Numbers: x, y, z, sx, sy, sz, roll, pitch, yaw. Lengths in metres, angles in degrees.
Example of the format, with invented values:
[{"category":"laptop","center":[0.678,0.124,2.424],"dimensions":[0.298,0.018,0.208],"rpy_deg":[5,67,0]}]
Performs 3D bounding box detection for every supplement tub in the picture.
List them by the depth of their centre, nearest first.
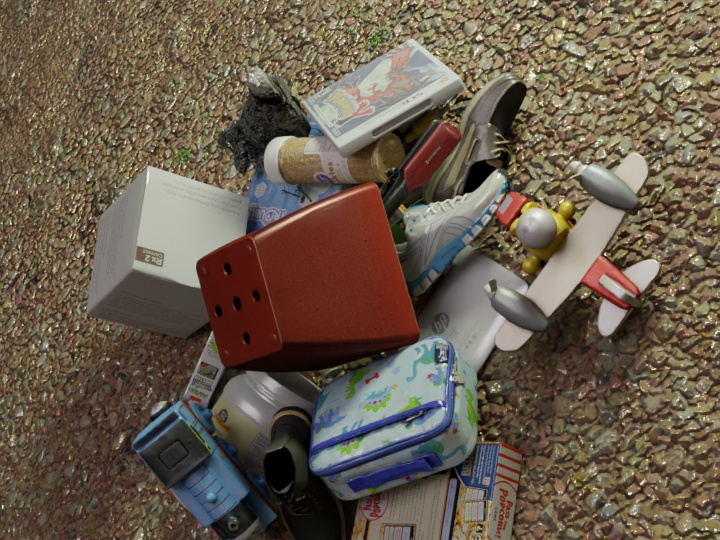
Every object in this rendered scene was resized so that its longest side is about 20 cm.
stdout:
[{"category":"supplement tub","center":[-0.137,0.224,1.576],"dimensions":[0.145,0.145,0.200],"rpy_deg":[39,98,46]}]

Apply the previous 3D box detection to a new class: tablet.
[{"category":"tablet","center":[0.114,0.076,1.507],"dimensions":[0.130,0.014,0.200],"rpy_deg":[36,96,47]}]

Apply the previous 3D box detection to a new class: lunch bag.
[{"category":"lunch bag","center":[0.038,0.174,1.423],"dimensions":[0.200,0.082,0.161],"rpy_deg":[-23,36,26]}]

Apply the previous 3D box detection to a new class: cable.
[{"category":"cable","center":[0.041,-0.172,1.669],"dimensions":[0.200,0.050,0.097],"rpy_deg":[-47,43,14]}]

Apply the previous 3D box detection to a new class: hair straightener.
[{"category":"hair straightener","center":[0.050,-0.101,1.532],"dimensions":[0.200,0.041,0.077],"rpy_deg":[-57,17,3]}]

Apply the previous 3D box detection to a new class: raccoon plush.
[{"category":"raccoon plush","center":[-0.162,-0.218,1.732],"dimensions":[0.134,0.200,0.097],"rpy_deg":[-32,61,9]}]

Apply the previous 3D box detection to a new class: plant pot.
[{"category":"plant pot","center":[-0.079,0.024,1.476],"dimensions":[0.200,0.176,0.200],"rpy_deg":[-21,83,51]}]

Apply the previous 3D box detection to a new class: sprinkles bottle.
[{"category":"sprinkles bottle","center":[-0.037,-0.150,1.660],"dimensions":[0.200,0.068,0.068],"rpy_deg":[2,72,38]}]

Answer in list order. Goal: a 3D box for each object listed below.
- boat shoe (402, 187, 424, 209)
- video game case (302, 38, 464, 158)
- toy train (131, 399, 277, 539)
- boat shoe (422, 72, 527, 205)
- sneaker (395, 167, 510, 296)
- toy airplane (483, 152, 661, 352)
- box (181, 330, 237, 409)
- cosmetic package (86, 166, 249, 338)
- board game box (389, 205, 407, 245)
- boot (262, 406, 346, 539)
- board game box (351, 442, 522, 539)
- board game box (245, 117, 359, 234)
[{"category":"boat shoe","center":[0.031,-0.073,1.626],"dimensions":[0.201,0.061,0.072],"rpy_deg":[-27,11,17]},{"category":"video game case","center":[0.025,-0.234,1.647],"dimensions":[0.182,0.023,0.200],"rpy_deg":[-30,29,-2]},{"category":"toy train","center":[-0.181,0.240,1.447],"dimensions":[0.087,0.200,0.114],"rpy_deg":[-38,5,5]},{"category":"boat shoe","center":[0.158,-0.149,1.543],"dimensions":[0.073,0.074,0.200],"rpy_deg":[40,108,37]},{"category":"sneaker","center":[0.100,-0.059,1.500],"dimensions":[0.200,0.087,0.075],"rpy_deg":[-48,0,27]},{"category":"toy airplane","center":[0.226,-0.020,1.354],"dimensions":[0.199,0.141,0.200],"rpy_deg":[-15,60,37]},{"category":"box","center":[-0.193,0.137,1.658],"dimensions":[0.035,0.200,0.110],"rpy_deg":[24,85,2]},{"category":"cosmetic package","center":[-0.279,-0.021,1.780],"dimensions":[0.200,0.165,0.165],"rpy_deg":[-33,48,52]},{"category":"board game box","center":[0.000,0.000,1.602],"dimensions":[0.200,0.030,0.096],"rpy_deg":[-42,92,18]},{"category":"boot","center":[-0.074,0.274,1.441],"dimensions":[0.077,0.138,0.200],"rpy_deg":[-18,99,7]},{"category":"board game box","center":[0.083,0.273,1.415],"dimensions":[0.200,0.046,0.152],"rpy_deg":[-5,67,42]},{"category":"board game box","center":[-0.080,-0.122,1.766],"dimensions":[0.200,0.043,0.199],"rpy_deg":[7,76,45]}]
